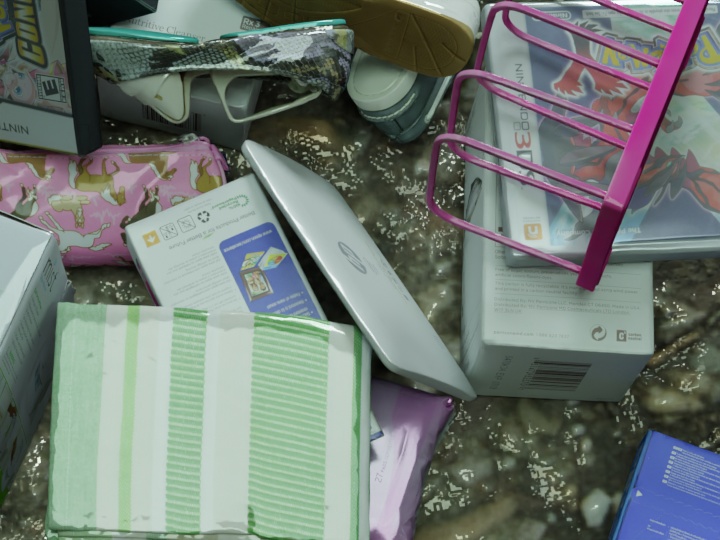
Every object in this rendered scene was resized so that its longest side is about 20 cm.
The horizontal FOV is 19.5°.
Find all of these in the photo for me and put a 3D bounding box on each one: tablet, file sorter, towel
[{"bbox_3d":[0.000,0.000,1.395,0.014,0.130,0.200,-42,62,13],"label":"tablet"},{"bbox_3d":[0.131,-0.119,1.306,0.125,0.139,0.200,22,71,6],"label":"file sorter"},{"bbox_3d":[-0.092,0.098,1.304,0.199,0.023,0.153,2,73,-4],"label":"towel"}]

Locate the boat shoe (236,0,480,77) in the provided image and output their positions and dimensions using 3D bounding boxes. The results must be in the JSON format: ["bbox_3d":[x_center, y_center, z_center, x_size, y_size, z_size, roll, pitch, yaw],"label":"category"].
[{"bbox_3d":[-0.012,-0.199,1.446,0.200,0.071,0.069,25,42,-2],"label":"boat shoe"}]

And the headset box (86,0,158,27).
[{"bbox_3d":[-0.217,-0.257,1.464,0.174,0.093,0.201,-7,65,39],"label":"headset box"}]

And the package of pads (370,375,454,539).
[{"bbox_3d":[-0.047,0.117,1.391,0.199,0.076,0.121,17,67,3],"label":"package of pads"}]

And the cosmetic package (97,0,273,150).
[{"bbox_3d":[-0.109,-0.199,1.498,0.113,0.081,0.200,13,71,-1],"label":"cosmetic package"}]

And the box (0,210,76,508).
[{"bbox_3d":[-0.258,0.070,1.330,0.096,0.200,0.177,20,71,4],"label":"box"}]

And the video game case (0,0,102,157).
[{"bbox_3d":[-0.257,-0.183,1.392,0.180,0.201,0.025,12,28,32],"label":"video game case"}]

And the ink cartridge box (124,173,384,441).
[{"bbox_3d":[-0.070,0.042,1.359,0.095,0.037,0.200,-23,71,-12],"label":"ink cartridge box"}]

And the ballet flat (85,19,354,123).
[{"bbox_3d":[-0.103,-0.132,1.401,0.200,0.072,0.072,-2,70,-5],"label":"ballet flat"}]

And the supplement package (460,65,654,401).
[{"bbox_3d":[0.132,-0.024,1.429,0.117,0.117,0.201,3,70,-3],"label":"supplement package"}]

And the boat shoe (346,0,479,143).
[{"bbox_3d":[0.049,-0.179,1.520,0.073,0.062,0.200,-1,51,34],"label":"boat shoe"}]

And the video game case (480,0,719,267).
[{"bbox_3d":[0.186,-0.094,1.384,0.199,0.023,0.183,-3,71,-7],"label":"video game case"}]

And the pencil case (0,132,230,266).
[{"bbox_3d":[-0.188,-0.047,1.439,0.199,0.083,0.087,-3,71,-3],"label":"pencil case"}]

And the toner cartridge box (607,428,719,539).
[{"bbox_3d":[0.269,0.187,1.399,0.200,0.043,0.095,21,69,4],"label":"toner cartridge box"}]
